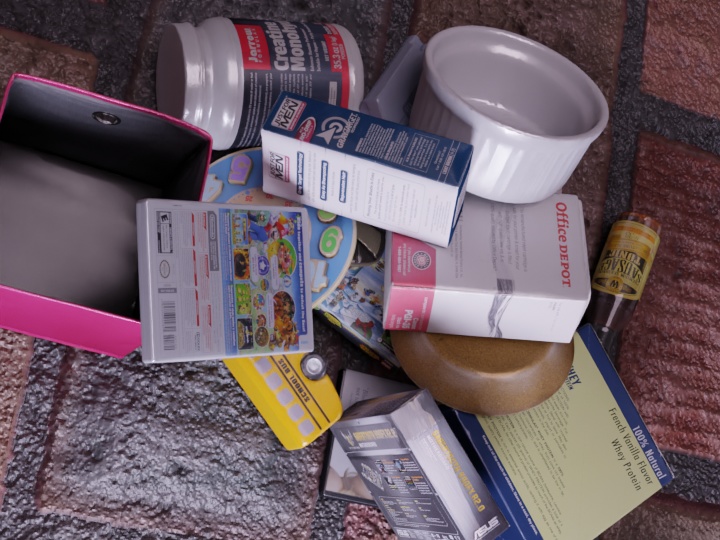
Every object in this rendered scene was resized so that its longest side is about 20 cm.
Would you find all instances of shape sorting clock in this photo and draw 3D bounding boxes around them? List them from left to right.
[{"bbox_3d":[-0.103,-0.039,1.208,0.199,0.039,0.201,-2,72,6],"label":"shape sorting clock"}]

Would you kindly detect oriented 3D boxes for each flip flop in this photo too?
[{"bbox_3d":[-0.070,-0.045,1.259,0.199,0.058,0.081,6,72,8],"label":"flip flop"}]

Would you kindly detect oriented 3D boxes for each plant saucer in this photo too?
[{"bbox_3d":[0.132,0.058,1.241,0.200,0.035,0.201,4,52,-5],"label":"plant saucer"}]

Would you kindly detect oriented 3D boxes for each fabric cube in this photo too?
[{"bbox_3d":[-0.275,-0.043,1.130,0.196,0.199,0.201,16,73,-19],"label":"fabric cube"}]

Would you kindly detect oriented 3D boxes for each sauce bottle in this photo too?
[{"bbox_3d":[0.316,0.024,1.447,0.066,0.066,0.200,29,68,-16],"label":"sauce bottle"}]

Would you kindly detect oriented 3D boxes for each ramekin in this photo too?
[{"bbox_3d":[0.147,-0.160,1.222,0.200,0.098,0.201,13,40,-11],"label":"ramekin"}]

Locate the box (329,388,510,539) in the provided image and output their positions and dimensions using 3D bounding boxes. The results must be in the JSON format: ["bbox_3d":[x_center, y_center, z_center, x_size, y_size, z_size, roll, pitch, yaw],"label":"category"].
[{"bbox_3d":[0.053,0.205,1.199,0.048,0.200,0.159,-31,91,-22],"label":"box"}]

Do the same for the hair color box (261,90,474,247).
[{"bbox_3d":[0.005,-0.100,1.159,0.199,0.100,0.061,17,55,8],"label":"hair color box"}]

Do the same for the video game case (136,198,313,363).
[{"bbox_3d":[-0.121,0.009,1.090,0.200,0.018,0.144,0,86,-48],"label":"video game case"}]

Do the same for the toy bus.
[{"bbox_3d":[-0.100,0.088,1.253,0.078,0.065,0.200,-37,95,-24],"label":"toy bus"}]

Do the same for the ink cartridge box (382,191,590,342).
[{"bbox_3d":[0.127,-0.009,1.217,0.199,0.083,0.147,5,52,-3],"label":"ink cartridge box"}]

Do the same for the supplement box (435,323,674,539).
[{"bbox_3d":[0.195,0.197,1.296,0.200,0.134,0.200,-29,90,-25],"label":"supplement box"}]

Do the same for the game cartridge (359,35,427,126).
[{"bbox_3d":[0.078,-0.144,1.308,0.200,0.040,0.133,53,49,-29],"label":"game cartridge"}]

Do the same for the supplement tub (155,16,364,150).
[{"bbox_3d":[-0.109,-0.200,1.268,0.199,0.140,0.141,-2,80,-24],"label":"supplement tub"}]

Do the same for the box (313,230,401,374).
[{"bbox_3d":[0.000,0.000,1.305,0.200,0.040,0.137,38,67,3],"label":"box"}]

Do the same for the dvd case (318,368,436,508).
[{"bbox_3d":[0.056,0.202,1.322,0.200,0.018,0.143,16,72,-20],"label":"dvd case"}]

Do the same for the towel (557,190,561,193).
[{"bbox_3d":[0.195,-0.126,1.395,0.191,0.032,0.201,26,65,-55],"label":"towel"}]
